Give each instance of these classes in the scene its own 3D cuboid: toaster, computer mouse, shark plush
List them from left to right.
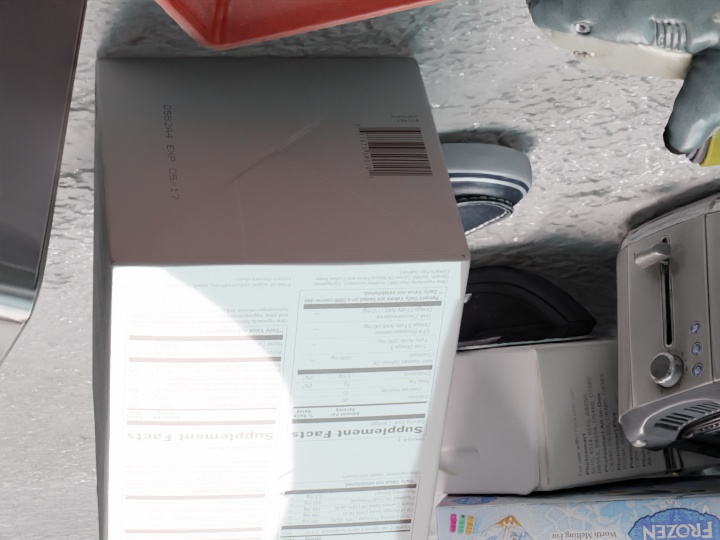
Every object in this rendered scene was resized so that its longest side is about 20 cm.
[{"bbox_3d":[-0.187,-0.039,0.811,0.118,0.200,0.181,13,154,-18],"label":"toaster"},{"bbox_3d":[0.025,0.024,1.225,0.200,0.046,0.140,-6,177,26],"label":"computer mouse"},{"bbox_3d":[0.226,0.036,1.194,0.200,0.129,0.114,14,154,-40],"label":"toaster"},{"bbox_3d":[0.164,-0.120,0.860,0.200,0.091,0.083,-19,125,45],"label":"shark plush"}]

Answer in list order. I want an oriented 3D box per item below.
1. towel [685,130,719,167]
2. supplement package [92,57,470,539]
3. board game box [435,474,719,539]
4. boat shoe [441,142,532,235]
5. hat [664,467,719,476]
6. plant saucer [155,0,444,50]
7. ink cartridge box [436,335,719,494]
[{"bbox_3d":[0.259,-0.085,1.028,0.199,0.023,0.144,-2,159,-5],"label":"towel"},{"bbox_3d":[-0.045,0.027,0.974,0.150,0.152,0.200,-1,129,-9],"label":"supplement package"},{"bbox_3d":[0.147,0.145,1.244,0.199,0.043,0.200,-2,177,5],"label":"board game box"},{"bbox_3d":[0.000,0.000,1.107,0.200,0.091,0.071,-15,157,26],"label":"boat shoe"},{"bbox_3d":[0.259,0.188,1.655,0.200,0.201,0.081,-4,-160,-2],"label":"hat"},{"bbox_3d":[-0.004,-0.153,0.774,0.199,0.037,0.200,-11,158,17],"label":"plant saucer"},{"bbox_3d":[0.128,0.083,1.281,0.200,0.085,0.146,-2,176,-40],"label":"ink cartridge box"}]
